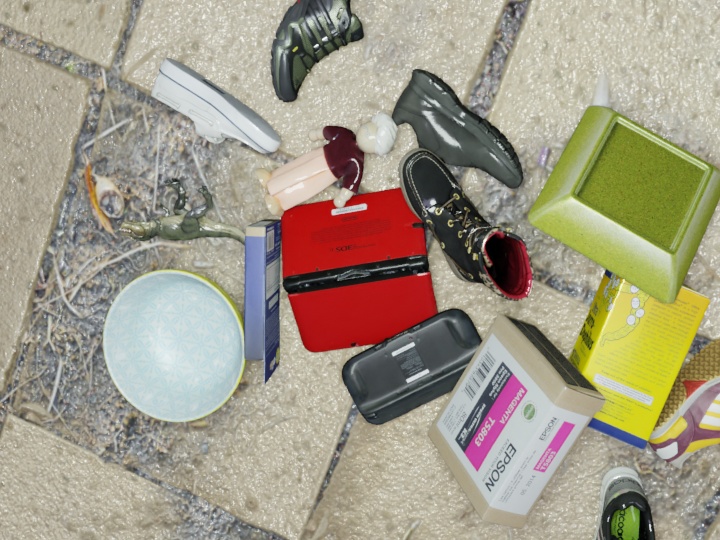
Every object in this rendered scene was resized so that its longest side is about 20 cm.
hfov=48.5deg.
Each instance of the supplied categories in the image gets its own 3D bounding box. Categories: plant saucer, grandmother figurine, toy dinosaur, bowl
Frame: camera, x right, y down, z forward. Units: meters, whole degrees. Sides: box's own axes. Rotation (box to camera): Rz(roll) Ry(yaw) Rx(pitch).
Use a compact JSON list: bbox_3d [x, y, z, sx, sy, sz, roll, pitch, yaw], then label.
[{"bbox_3d":[0.330,-0.095,0.959,0.197,0.048,0.202,31,68,8],"label":"plant saucer"},{"bbox_3d":[-0.038,-0.141,1.047,0.197,0.060,0.124,-28,77,16],"label":"grandmother figurine"},{"bbox_3d":[-0.236,-0.076,1.103,0.194,0.048,0.090,5,112,7],"label":"toy dinosaur"},{"bbox_3d":[-0.237,0.094,1.092,0.194,0.108,0.206,1,97,8],"label":"bowl"}]

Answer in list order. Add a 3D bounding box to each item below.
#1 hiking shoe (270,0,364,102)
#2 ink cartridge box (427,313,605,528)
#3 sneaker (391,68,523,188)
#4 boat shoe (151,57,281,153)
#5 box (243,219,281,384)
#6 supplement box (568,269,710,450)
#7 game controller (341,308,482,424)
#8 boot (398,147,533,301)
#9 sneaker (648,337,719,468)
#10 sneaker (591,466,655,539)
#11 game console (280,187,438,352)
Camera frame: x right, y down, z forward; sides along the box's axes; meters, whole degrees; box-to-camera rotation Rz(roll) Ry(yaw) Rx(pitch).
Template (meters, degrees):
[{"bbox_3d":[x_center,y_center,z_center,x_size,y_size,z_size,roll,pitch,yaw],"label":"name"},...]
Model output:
[{"bbox_3d":[-0.048,-0.307,1.031,0.099,0.076,0.204,23,99,8],"label":"hiking shoe"},{"bbox_3d":[0.187,0.185,1.002,0.074,0.165,0.203,19,108,-30],"label":"ink cartridge box"},{"bbox_3d":[0.125,-0.168,1.034,0.199,0.076,0.091,43,111,8],"label":"sneaker"},{"bbox_3d":[-0.195,-0.206,1.074,0.198,0.073,0.066,37,106,12],"label":"boat shoe"},{"bbox_3d":[-0.129,0.039,1.062,0.031,0.121,0.206,1,97,4],"label":"box"},{"bbox_3d":[0.337,0.099,1.010,0.107,0.109,0.204,21,99,4],"label":"supplement box"},{"bbox_3d":[0.073,0.131,1.084,0.197,0.042,0.106,-27,97,10],"label":"game controller"},{"bbox_3d":[0.129,-0.054,0.974,0.072,0.150,0.203,-33,112,-8],"label":"boot"},{"bbox_3d":[0.454,0.166,1.027,0.199,0.075,0.090,-42,105,12],"label":"sneaker"},{"bbox_3d":[0.345,0.369,1.053,0.072,0.087,0.206,3,98,7],"label":"sneaker"},{"bbox_3d":[0.000,0.000,1.092,0.195,0.119,0.177,-9,65,9],"label":"game console"}]
